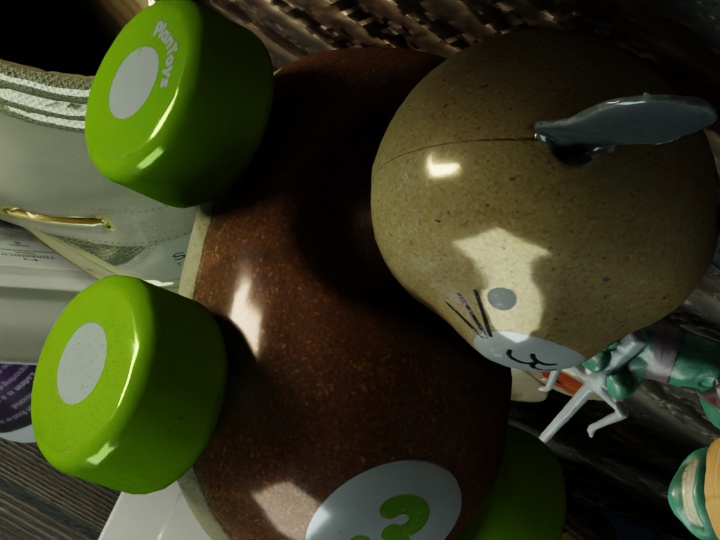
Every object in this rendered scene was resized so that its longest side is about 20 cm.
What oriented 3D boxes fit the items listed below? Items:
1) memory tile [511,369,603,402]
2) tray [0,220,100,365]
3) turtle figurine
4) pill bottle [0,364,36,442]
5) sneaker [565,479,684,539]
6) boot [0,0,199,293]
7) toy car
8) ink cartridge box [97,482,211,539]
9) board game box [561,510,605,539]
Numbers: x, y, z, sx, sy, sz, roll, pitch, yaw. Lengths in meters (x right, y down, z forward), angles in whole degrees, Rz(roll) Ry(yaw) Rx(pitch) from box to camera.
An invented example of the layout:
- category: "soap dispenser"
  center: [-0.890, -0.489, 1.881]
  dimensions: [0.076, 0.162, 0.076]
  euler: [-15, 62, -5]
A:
- category: "memory tile"
  center: [0.000, 0.000, 0.802]
  dimensions: [0.199, 0.017, 0.153]
  euler: [35, 161, -27]
- category: "tray"
  center: [-0.122, 0.001, 0.750]
  dimensions: [0.198, 0.022, 0.107]
  euler: [5, -157, -32]
- category: "turtle figurine"
  center: [0.131, 0.075, 0.705]
  dimensions: [0.151, 0.100, 0.200]
  euler: [67, 161, 6]
- category: "pill bottle"
  center: [-0.153, 0.003, 0.866]
  dimensions: [0.200, 0.112, 0.111]
  euler: [38, 160, -33]
- category: "sneaker"
  center: [0.085, 0.152, 1.019]
  dimensions: [0.110, 0.077, 0.200]
  euler: [25, 162, -7]
- category: "boot"
  center: [-0.134, -0.073, 0.689]
  dimensions: [0.199, 0.072, 0.155]
  euler: [26, 160, 15]
- category: "toy car"
  center: [0.040, 0.001, 0.549]
  dimensions: [0.163, 0.159, 0.199]
  euler: [23, 156, -37]
- category: "ink cartridge box"
  center: [-0.107, 0.167, 1.282]
  dimensions: [0.067, 0.116, 0.200]
  euler: [24, 164, 7]
- category: "board game box"
  center: [0.079, 0.112, 0.873]
  dimensions: [0.199, 0.024, 0.105]
  euler: [38, -173, 12]
